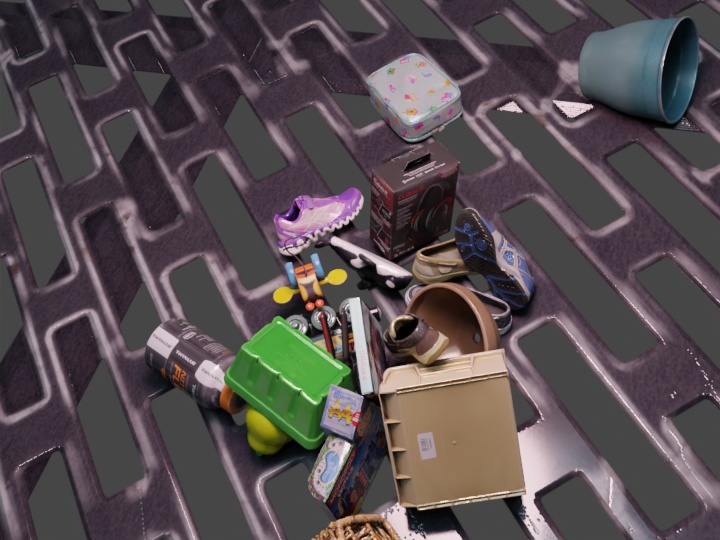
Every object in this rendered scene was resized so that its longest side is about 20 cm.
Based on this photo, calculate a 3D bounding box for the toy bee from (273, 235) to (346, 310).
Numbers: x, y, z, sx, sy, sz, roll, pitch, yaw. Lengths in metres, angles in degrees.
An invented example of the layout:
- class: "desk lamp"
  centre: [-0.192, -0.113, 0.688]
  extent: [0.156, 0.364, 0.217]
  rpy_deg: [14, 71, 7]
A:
- class: "toy bee"
  centre: [-0.099, 0.028, 1.456]
  extent: [0.130, 0.200, 0.109]
  rpy_deg: [-24, 71, 18]

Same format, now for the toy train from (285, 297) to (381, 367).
- class: "toy train"
  centre: [-0.051, 0.125, 1.440]
  extent: [0.199, 0.085, 0.115]
  rpy_deg: [-17, 64, -1]

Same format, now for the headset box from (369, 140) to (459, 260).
- class: "headset box"
  centre: [0.097, -0.134, 1.498]
  extent: [0.148, 0.201, 0.075]
  rpy_deg: [-26, 54, -22]

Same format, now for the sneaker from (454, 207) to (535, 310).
- class: "sneaker"
  centre: [0.239, -0.026, 1.453]
  extent: [0.077, 0.076, 0.201]
  rpy_deg: [-36, 94, -45]

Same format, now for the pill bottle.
- class: "pill bottle"
  centre: [-0.276, 0.172, 1.431]
  extent: [0.199, 0.107, 0.106]
  rpy_deg: [29, 65, 27]

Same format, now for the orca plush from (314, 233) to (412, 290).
- class: "orca plush"
  centre: [0.000, 0.000, 1.519]
  extent: [0.199, 0.105, 0.072]
  rpy_deg: [25, 97, 13]

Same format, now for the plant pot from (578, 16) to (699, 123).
- class: "plant pot"
  centre: [0.546, -0.402, 1.627]
  extent: [0.187, 0.201, 0.201]
  rpy_deg: [14, 58, 37]

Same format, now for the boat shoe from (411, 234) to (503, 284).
- class: "boat shoe"
  centre: [0.187, -0.034, 1.490]
  extent: [0.199, 0.063, 0.073]
  rpy_deg: [-15, 51, -19]

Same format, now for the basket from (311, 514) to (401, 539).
- class: "basket"
  centre: [0.019, 0.448, 1.162]
  extent: [0.148, 0.143, 0.200]
  rpy_deg: [-31, 56, -10]

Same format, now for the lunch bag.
- class: "lunch bag"
  centre: [0.121, -0.371, 1.747]
  extent: [0.160, 0.077, 0.200]
  rpy_deg: [-30, 56, -12]

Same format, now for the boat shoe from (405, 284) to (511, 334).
- class: "boat shoe"
  centre: [0.171, 0.058, 1.446]
  extent: [0.199, 0.068, 0.072]
  rpy_deg: [18, 61, 22]

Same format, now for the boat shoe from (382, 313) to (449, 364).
- class: "boat shoe"
  centre: [0.077, 0.099, 1.300]
  extent: [0.072, 0.201, 0.066]
  rpy_deg: [-45, 104, -11]

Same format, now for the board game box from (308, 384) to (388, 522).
- class: "board game box"
  centre: [-0.021, 0.272, 1.254]
  extent: [0.061, 0.200, 0.201]
  rpy_deg: [16, 61, 25]

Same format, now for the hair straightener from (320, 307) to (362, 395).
- class: "hair straightener"
  centre: [-0.014, 0.161, 1.374]
  extent: [0.076, 0.041, 0.202]
  rpy_deg: [-11, 89, 4]

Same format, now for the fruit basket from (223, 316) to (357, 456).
- class: "fruit basket"
  centre: [-0.121, 0.209, 1.340]
  extent: [0.215, 0.217, 0.155]
  rpy_deg: [28, 48, 26]

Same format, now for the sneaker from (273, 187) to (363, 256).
- class: "sneaker"
  centre: [-0.087, -0.113, 1.591]
  extent: [0.199, 0.089, 0.080]
  rpy_deg: [-33, 24, -13]

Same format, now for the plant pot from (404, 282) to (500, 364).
- class: "plant pot"
  centre: [0.167, 0.119, 1.364]
  extent: [0.092, 0.202, 0.201]
  rpy_deg: [-5, 44, -40]

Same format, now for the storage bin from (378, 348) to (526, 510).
- class: "storage bin"
  centre: [0.140, 0.244, 1.239]
  extent: [0.197, 0.202, 0.094]
  rpy_deg: [-10, 12, 5]

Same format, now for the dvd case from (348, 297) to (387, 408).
- class: "dvd case"
  centre: [0.018, 0.137, 1.288]
  extent: [0.022, 0.200, 0.147]
  rpy_deg: [-11, 71, 9]
